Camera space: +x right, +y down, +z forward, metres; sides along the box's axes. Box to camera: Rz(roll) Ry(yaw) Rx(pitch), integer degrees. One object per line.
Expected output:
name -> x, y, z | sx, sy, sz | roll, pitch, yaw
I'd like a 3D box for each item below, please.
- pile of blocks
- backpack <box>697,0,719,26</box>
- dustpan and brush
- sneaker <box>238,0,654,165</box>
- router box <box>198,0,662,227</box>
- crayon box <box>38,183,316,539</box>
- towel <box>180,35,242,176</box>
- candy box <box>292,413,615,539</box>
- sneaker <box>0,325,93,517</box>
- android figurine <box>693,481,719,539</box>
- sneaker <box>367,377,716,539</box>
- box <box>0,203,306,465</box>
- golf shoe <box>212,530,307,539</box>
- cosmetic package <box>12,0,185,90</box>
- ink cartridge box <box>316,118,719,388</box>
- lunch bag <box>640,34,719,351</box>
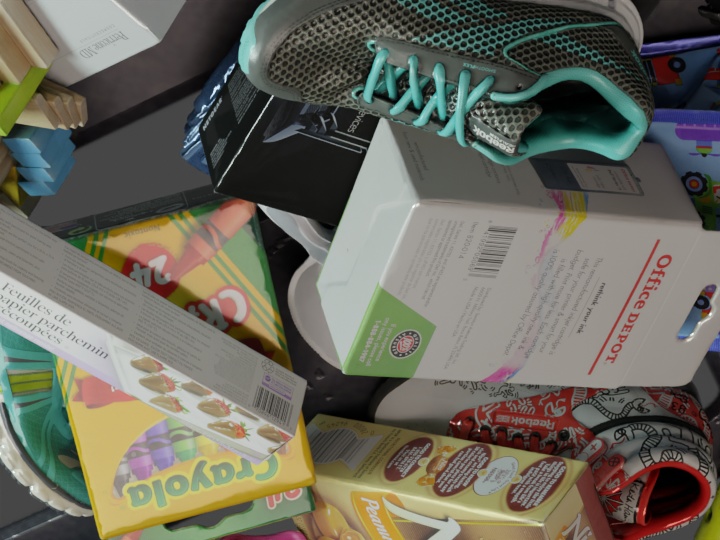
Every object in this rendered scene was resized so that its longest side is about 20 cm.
pile of blocks -> -0.183, -0.063, 1.040 | 0.082, 0.062, 0.200 | 23, 155, 11
backpack -> 0.207, -0.228, 0.978 | 0.150, 0.177, 0.201 | -32, 114, -9
dustpan and brush -> 0.000, 0.000, 1.131 | 0.139, 0.057, 0.200 | -11, 129, 35
sneaker -> 0.046, -0.089, 0.941 | 0.198, 0.092, 0.078 | -1, 133, -17
router box -> 0.035, -0.106, 1.024 | 0.156, 0.052, 0.201 | 15, 127, -29
crayon box -> -0.099, 0.063, 1.152 | 0.126, 0.051, 0.202 | -15, 105, -6
towel -> 0.001, -0.117, 1.082 | 0.111, 0.049, 0.200 | 15, 125, -40
candy box -> 0.053, 0.154, 1.200 | 0.199, 0.055, 0.116 | 7, 131, 41
sneaker -> -0.183, 0.056, 1.186 | 0.079, 0.078, 0.201 | -24, 119, 1
android figurine -> 0.299, 0.154, 1.283 | 0.180, 0.041, 0.201 | 15, 120, -11
sneaker -> 0.105, 0.103, 1.204 | 0.199, 0.108, 0.068 | 1, 121, -3
box -> -0.119, 0.034, 1.079 | 0.199, 0.042, 0.039 | 30, 137, -21
golf shoe -> -0.111, 0.186, 1.206 | 0.199, 0.076, 0.091 | -9, 156, -43
cosmetic package -> -0.187, -0.151, 1.010 | 0.151, 0.052, 0.199 | 43, 151, -22
ink cartridge box -> 0.091, -0.006, 1.055 | 0.198, 0.068, 0.118 | 5, 131, -23
lunch bag -> 0.123, -0.037, 1.143 | 0.198, 0.094, 0.152 | -2, 123, 12
